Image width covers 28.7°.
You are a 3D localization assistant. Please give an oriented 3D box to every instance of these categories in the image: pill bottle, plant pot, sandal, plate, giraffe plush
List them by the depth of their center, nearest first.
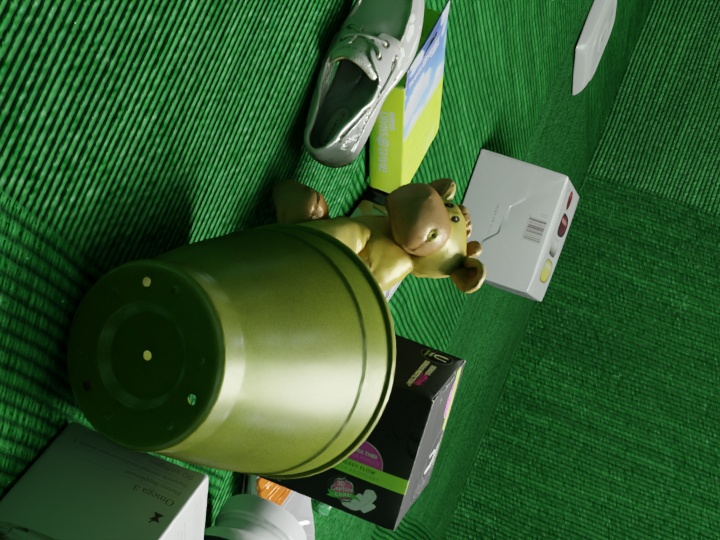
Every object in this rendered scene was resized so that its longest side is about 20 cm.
[{"bbox_3d":[-0.105,0.059,1.023,0.193,0.200,0.201,5,105,-63],"label":"plant pot"},{"bbox_3d":[0.027,-0.019,1.306,0.200,0.162,0.173,16,56,-82],"label":"giraffe plush"},{"bbox_3d":[-0.136,0.324,1.375,0.116,0.116,0.200,94,21,-48],"label":"pill bottle"},{"bbox_3d":[-0.096,0.241,1.535,0.079,0.059,0.207,-25,128,-36],"label":"sandal"},{"bbox_3d":[0.469,-0.470,2.796,0.200,0.032,0.200,72,40,-68],"label":"plate"}]

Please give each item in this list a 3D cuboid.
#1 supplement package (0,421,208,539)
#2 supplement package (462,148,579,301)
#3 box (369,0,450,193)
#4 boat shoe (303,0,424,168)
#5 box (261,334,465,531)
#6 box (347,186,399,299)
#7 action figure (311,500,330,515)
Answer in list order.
[{"bbox_3d":[-0.203,0.222,0.972,0.200,0.117,0.117,-55,160,-50],"label":"supplement package"},{"bbox_3d":[0.240,-0.067,2.226,0.200,0.147,0.191,20,90,-75],"label":"supplement package"},{"bbox_3d":[0.051,-0.189,1.527,0.200,0.048,0.122,90,23,-53],"label":"box"},{"bbox_3d":[0.003,-0.190,1.286,0.069,0.071,0.200,15,96,-78],"label":"boat shoe"},{"bbox_3d":[-0.021,0.135,1.377,0.124,0.200,0.149,-38,145,-65],"label":"box"},{"bbox_3d":[0.000,0.000,1.568,0.200,0.060,0.117,-53,158,-49],"label":"box"},{"bbox_3d":[-0.011,0.247,1.900,0.200,0.055,0.118,-57,164,-31],"label":"action figure"}]
